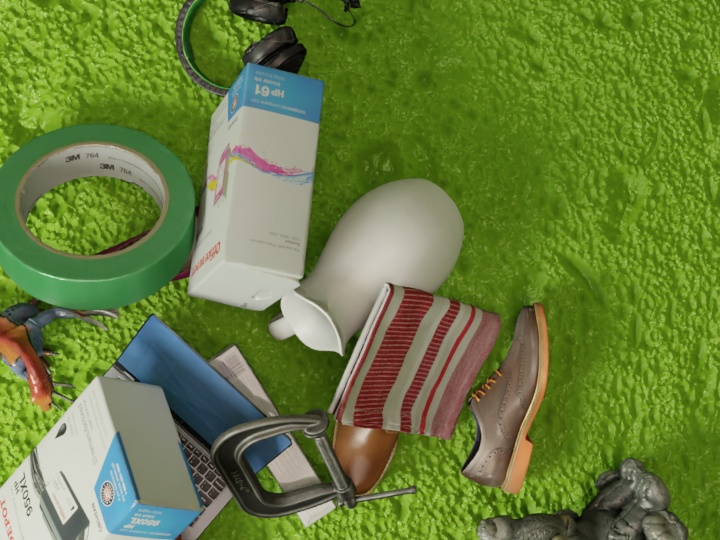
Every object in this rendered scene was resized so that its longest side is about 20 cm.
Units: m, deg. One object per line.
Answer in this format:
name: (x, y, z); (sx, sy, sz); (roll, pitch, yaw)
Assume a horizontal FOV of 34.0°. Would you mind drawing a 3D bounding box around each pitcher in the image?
pitcher: (0.000, 0.000, 1.200); (0.200, 0.171, 0.122); (-41, 104, -25)

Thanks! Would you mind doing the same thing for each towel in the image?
towel: (0.060, 0.095, 1.178); (0.023, 0.199, 0.146); (28, 97, 39)

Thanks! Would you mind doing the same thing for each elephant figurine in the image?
elephant figurine: (0.227, 0.291, 1.217); (0.198, 0.142, 0.157); (-27, 77, -12)

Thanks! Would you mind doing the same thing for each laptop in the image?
laptop: (-0.201, 0.179, 1.181); (0.187, 0.116, 0.200); (42, 86, -3)

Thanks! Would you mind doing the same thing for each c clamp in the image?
c clamp: (-0.051, 0.188, 1.145); (0.168, 0.201, 0.027); (-18, 50, 8)

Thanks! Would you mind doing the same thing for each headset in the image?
headset: (-0.096, -0.251, 1.207); (0.197, 0.094, 0.126); (-14, 91, 6)

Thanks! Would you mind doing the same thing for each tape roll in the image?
tape roll: (-0.261, -0.056, 1.157); (0.197, 0.048, 0.203); (4, 52, -5)

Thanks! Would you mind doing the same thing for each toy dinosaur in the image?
toy dinosaur: (-0.331, 0.082, 1.134); (0.196, 0.181, 0.107); (4, 93, -2)

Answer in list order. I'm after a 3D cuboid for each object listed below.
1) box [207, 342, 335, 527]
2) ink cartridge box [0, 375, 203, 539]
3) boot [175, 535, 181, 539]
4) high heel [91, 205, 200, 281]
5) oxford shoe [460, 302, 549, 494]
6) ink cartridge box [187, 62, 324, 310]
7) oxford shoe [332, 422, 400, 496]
box: (-0.094, 0.171, 1.229); (0.041, 0.039, 0.202); (-33, 92, -4)
ink cartridge box: (-0.255, 0.223, 1.121); (0.200, 0.084, 0.146); (-46, 51, 24)
boot: (-0.181, 0.308, 1.188); (0.105, 0.075, 0.203); (5, 111, -5)
high heel: (-0.197, -0.022, 1.193); (0.197, 0.096, 0.068); (-19, 91, -5)
oxford shoe: (0.153, 0.130, 1.241); (0.072, 0.071, 0.204); (11, 89, 0)
ink cartridge box: (-0.103, -0.076, 1.150); (0.083, 0.144, 0.203); (10, 72, -19)
oxford shoe: (0.019, 0.143, 1.227); (0.070, 0.071, 0.203); (18, 89, -7)
